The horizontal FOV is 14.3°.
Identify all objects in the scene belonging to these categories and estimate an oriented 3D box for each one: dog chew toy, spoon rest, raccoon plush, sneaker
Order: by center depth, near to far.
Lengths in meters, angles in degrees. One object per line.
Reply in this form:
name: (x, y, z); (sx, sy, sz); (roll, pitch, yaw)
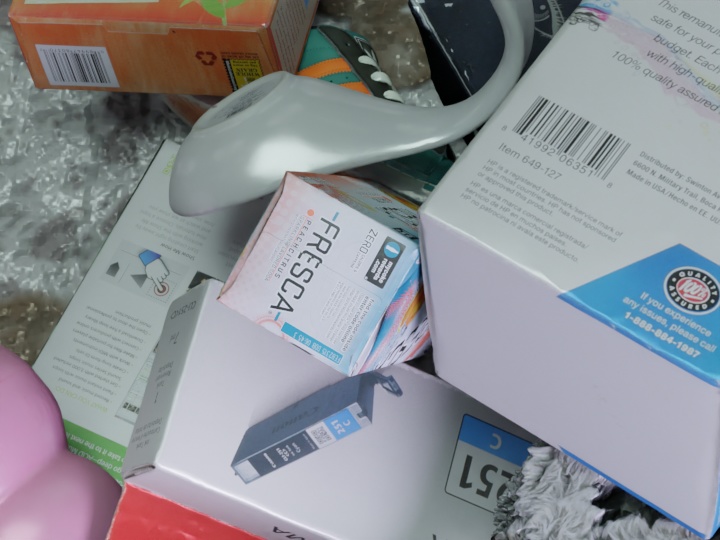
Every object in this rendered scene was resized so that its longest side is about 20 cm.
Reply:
raccoon plush: (0.098, 0.126, 1.284); (0.200, 0.134, 0.097); (-21, 70, 10)
dog chew toy: (-0.159, 0.123, 1.301); (0.200, 0.125, 0.125); (44, 78, 6)
spoon rest: (-0.003, -0.072, 1.314); (0.200, 0.061, 0.099); (-25, 17, 25)
sneaker: (-0.004, -0.078, 1.411); (0.200, 0.071, 0.080); (28, 74, 27)

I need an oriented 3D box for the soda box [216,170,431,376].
soda box: (0.000, 0.000, 1.254); (0.068, 0.200, 0.064); (29, 96, 9)

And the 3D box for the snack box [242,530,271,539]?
snack box: (-0.046, 0.167, 1.309); (0.024, 0.072, 0.200); (1, 63, 37)

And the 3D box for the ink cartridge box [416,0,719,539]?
ink cartridge box: (0.141, -0.027, 1.188); (0.147, 0.145, 0.200); (31, 67, 21)

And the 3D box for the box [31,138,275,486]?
box: (-0.079, 0.047, 1.393); (0.144, 0.036, 0.200); (23, 70, 19)

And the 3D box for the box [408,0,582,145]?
box: (0.159, -0.075, 1.362); (0.200, 0.117, 0.197); (-27, 64, -2)

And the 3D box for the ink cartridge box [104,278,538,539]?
ink cartridge box: (-0.013, 0.123, 1.281); (0.200, 0.045, 0.176); (24, 67, -20)

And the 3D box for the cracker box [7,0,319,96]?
cracker box: (-0.081, -0.178, 1.436); (0.134, 0.058, 0.200); (4, 52, 16)
